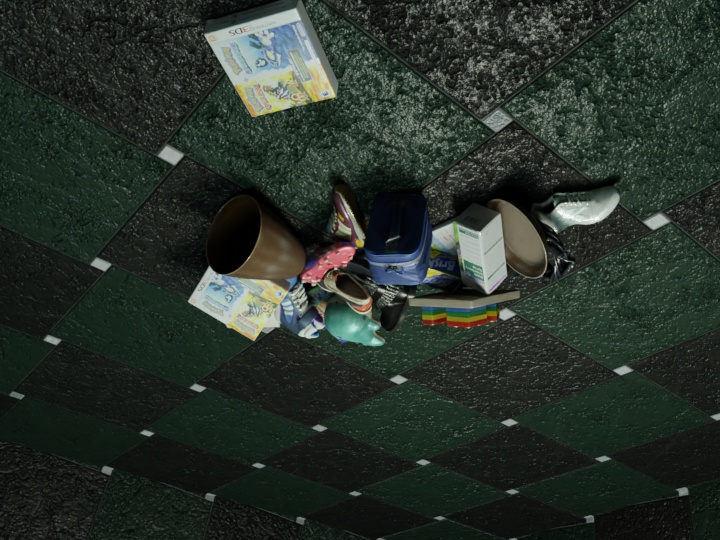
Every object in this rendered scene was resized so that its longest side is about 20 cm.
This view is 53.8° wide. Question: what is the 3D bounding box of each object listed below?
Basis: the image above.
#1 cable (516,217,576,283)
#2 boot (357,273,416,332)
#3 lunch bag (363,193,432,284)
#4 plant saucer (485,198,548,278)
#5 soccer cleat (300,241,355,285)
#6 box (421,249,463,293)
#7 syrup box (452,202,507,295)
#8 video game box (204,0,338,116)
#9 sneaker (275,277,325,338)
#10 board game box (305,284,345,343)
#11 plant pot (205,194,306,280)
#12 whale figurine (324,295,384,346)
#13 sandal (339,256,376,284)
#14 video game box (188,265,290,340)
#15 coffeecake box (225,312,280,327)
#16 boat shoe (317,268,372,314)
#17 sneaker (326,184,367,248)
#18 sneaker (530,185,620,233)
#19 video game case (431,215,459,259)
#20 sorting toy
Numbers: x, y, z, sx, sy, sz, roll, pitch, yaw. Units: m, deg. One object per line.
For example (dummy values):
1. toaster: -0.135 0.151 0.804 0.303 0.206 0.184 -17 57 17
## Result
1. cable: 0.409 -0.045 1.620 0.163 0.051 0.200 46 172 11
2. boot: 0.045 0.078 1.873 0.156 0.080 0.212 9 139 -12
3. lunch bag: 0.081 -0.069 1.568 0.134 0.202 0.133 -1 142 15
4. plant saucer: 0.351 -0.076 1.578 0.032 0.200 0.201 -31 148 -18
5. soccer cleat: -0.082 -0.033 1.681 0.066 0.077 0.200 15 147 -31
6. box: 0.155 -0.011 1.725 0.198 0.065 0.070 16 143 -17
7. syrup box: 0.277 -0.047 1.632 0.078 0.081 0.201 28 147 38
8. video game box: -0.159 -0.384 1.294 0.180 0.047 0.201 -7 142 19
9. sneaker: -0.147 0.090 1.848 0.145 0.081 0.202 25 134 18
10. board game box: -0.066 0.108 1.928 0.134 0.029 0.200 -28 119 35
11. plant pot: -0.224 -0.054 1.658 0.186 0.189 0.199 -24 150 33
12. whale figurine: -0.017 0.151 1.854 0.158 0.105 0.200 3 145 38
13. sandal: 0.000 0.000 1.749 0.198 0.076 0.043 19 108 15
14. video game box: -0.304 0.055 1.772 0.199 0.047 0.183 32 119 -11
15. coffeecake box: -0.305 0.070 1.898 0.151 0.074 0.201 -1 143 7
16. boat shoe: -0.049 0.029 1.758 0.199 0.071 0.063 39 162 22
17. sneaker: -0.043 -0.114 1.625 0.089 0.076 0.201 -12 140 13
18. sneaker: 0.465 -0.139 1.549 0.199 0.071 0.080 -22 134 32
19. video game case: 0.196 -0.055 1.730 0.199 0.018 0.143 -23 137 31
20. sorting toy: 0.257 0.092 1.746 0.197 0.071 0.199 -8 -175 -43
